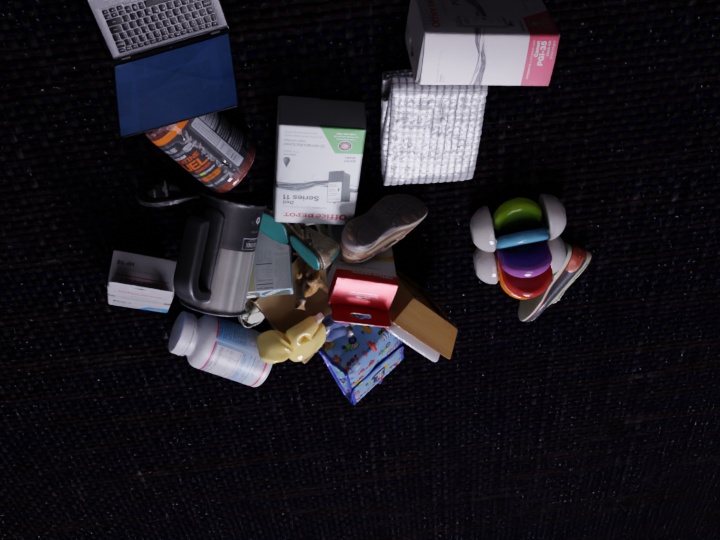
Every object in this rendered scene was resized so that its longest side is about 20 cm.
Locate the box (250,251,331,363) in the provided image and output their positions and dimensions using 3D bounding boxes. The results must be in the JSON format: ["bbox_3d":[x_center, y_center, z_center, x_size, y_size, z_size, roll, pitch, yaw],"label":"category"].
[{"bbox_3d":[-0.101,0.061,1.559,0.164,0.021,0.201,-46,131,-13],"label":"box"}]

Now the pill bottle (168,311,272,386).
[{"bbox_3d":[-0.277,0.154,1.625,0.197,0.110,0.109,23,128,-25],"label":"pill bottle"}]

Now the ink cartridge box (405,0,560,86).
[{"bbox_3d":[0.171,-0.340,1.180,0.194,0.149,0.084,0,134,-6],"label":"ink cartridge box"}]

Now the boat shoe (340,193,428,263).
[{"bbox_3d":[0.037,-0.073,1.427,0.197,0.076,0.072,-26,154,-34],"label":"boat shoe"}]

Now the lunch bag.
[{"bbox_3d":[0.013,0.182,1.671,0.150,0.094,0.201,-43,148,-15],"label":"lunch bag"}]

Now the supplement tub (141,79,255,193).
[{"bbox_3d":[-0.265,-0.218,1.276,0.106,0.108,0.199,-33,128,24],"label":"supplement tub"}]

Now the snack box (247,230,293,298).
[{"bbox_3d":[-0.222,-0.009,1.471,0.194,0.119,0.037,-5,163,-1],"label":"snack box"}]

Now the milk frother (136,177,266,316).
[{"bbox_3d":[-0.280,-0.043,1.366,0.179,0.197,0.193,2,104,-53],"label":"milk frother"}]

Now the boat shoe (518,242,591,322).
[{"bbox_3d":[0.381,0.030,1.612,0.061,0.072,0.202,13,127,-22],"label":"boat shoe"}]

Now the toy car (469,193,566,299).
[{"bbox_3d":[0.295,-0.032,1.483,0.170,0.152,0.203,-10,134,4],"label":"toy car"}]

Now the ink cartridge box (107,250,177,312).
[{"bbox_3d":[-0.389,0.019,1.448,0.113,0.069,0.200,10,165,-15],"label":"ink cartridge box"}]

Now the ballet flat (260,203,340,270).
[{"bbox_3d":[-0.112,-0.071,1.429,0.075,0.198,0.069,-39,147,-29],"label":"ballet flat"}]

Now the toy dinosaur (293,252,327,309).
[{"bbox_3d":[-0.092,0.022,1.488,0.059,0.200,0.109,5,101,17],"label":"toy dinosaur"}]

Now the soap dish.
[{"bbox_3d":[0.089,0.071,1.538,0.156,0.200,0.082,34,100,-31],"label":"soap dish"}]

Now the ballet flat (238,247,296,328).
[{"bbox_3d":[-0.175,0.043,1.560,0.071,0.073,0.201,24,126,-26],"label":"ballet flat"}]

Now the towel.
[{"bbox_3d":[0.111,-0.238,1.317,0.161,0.087,0.203,-2,135,-2],"label":"towel"}]

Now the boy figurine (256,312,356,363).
[{"bbox_3d":[-0.104,0.126,1.527,0.196,0.065,0.125,-19,151,-23],"label":"boy figurine"}]

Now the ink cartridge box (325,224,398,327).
[{"bbox_3d":[0.000,0.000,1.444,0.113,0.203,0.068,7,134,-15],"label":"ink cartridge box"}]

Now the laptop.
[{"bbox_3d":[-0.285,-0.326,1.149,0.182,0.117,0.203,-13,126,6],"label":"laptop"}]

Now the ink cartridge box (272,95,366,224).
[{"bbox_3d":[-0.072,-0.178,1.351,0.142,0.084,0.203,1,135,-7],"label":"ink cartridge box"}]
